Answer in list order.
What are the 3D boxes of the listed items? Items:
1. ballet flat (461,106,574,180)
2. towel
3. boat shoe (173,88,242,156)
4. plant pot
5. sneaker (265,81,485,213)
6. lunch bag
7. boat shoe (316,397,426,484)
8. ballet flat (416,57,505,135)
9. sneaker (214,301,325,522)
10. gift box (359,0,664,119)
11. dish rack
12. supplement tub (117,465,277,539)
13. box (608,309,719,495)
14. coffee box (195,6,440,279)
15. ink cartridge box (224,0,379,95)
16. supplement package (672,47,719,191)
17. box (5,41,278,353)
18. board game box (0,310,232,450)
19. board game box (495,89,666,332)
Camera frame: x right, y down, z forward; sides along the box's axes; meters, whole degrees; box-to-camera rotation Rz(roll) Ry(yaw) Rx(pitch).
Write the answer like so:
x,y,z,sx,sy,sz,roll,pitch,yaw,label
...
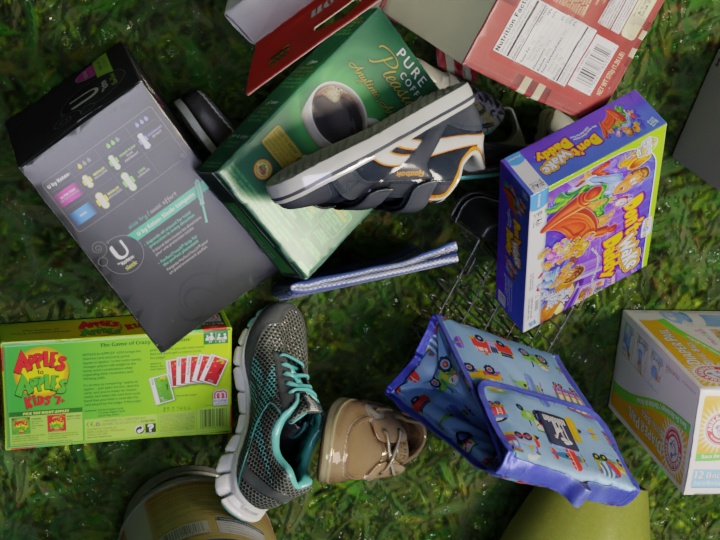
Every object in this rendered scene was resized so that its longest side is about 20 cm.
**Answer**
x,y,z,sx,sy,sz,roll,pitch,yaw,label
0.147,-0.110,1.701,0.200,0.068,0.068,1,96,-14,ballet flat
0.000,0.000,1.635,0.145,0.200,0.024,-13,90,-7,towel
-0.079,-0.090,1.648,0.061,0.072,0.201,-40,121,4,boat shoe
0.196,0.288,1.810,0.187,0.187,0.200,16,90,-19,plant pot
0.022,-0.077,1.510,0.200,0.078,0.079,-27,102,-28,sneaker
0.138,0.141,1.649,0.150,0.200,0.094,19,109,-35,lunch bag
0.011,0.148,1.687,0.064,0.200,0.071,11,97,14,boat shoe
0.027,-0.147,1.639,0.200,0.072,0.072,-1,110,-6,ballet flat
-0.062,0.117,1.666,0.078,0.091,0.200,25,60,-38,sneaker
0.132,-0.233,1.590,0.200,0.187,0.185,26,100,-41,gift box
0.119,0.039,1.739,0.153,0.055,0.200,17,110,-32,dish rack
-0.138,0.268,1.692,0.144,0.200,0.145,-4,111,-12,supplement tub
0.314,0.116,1.748,0.112,0.200,0.101,1,109,-14,box
-0.024,-0.103,1.552,0.200,0.044,0.123,-48,115,-18,coffee box
-0.023,-0.245,1.517,0.200,0.174,0.044,-33,116,23,ink cartridge box
0.407,-0.109,1.735,0.200,0.117,0.117,18,105,-19,supplement package
-0.182,-0.062,1.588,0.124,0.149,0.200,-36,113,-1,box
-0.215,0.095,1.693,0.200,0.048,0.102,-4,110,-13,board game box
0.182,-0.047,1.617,0.134,0.045,0.200,-28,149,-15,board game box
